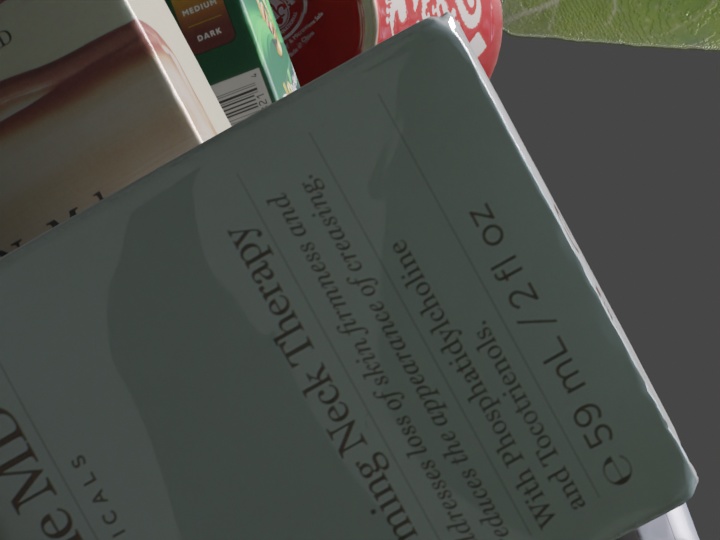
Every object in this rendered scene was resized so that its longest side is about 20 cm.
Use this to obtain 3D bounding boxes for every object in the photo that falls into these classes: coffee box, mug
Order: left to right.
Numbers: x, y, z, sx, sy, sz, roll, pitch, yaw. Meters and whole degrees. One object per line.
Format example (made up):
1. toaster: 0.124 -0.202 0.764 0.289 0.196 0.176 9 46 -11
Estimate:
1. coffee box: -0.068 -0.122 1.303 0.123 0.044 0.201 -16 86 -84
2. mug: -0.007 -0.152 1.492 0.133 0.179 0.200 19 11 15

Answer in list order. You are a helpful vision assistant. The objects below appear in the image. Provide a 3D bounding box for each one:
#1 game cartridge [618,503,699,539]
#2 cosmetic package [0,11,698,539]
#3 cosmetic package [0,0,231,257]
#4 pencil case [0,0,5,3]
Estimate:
1. game cartridge: 0.114 0.143 1.321 0.201 0.040 0.134 102 -21 -52
2. cosmetic package: -0.018 0.037 0.911 0.168 0.199 0.166 61 4 -2
3. cosmetic package: -0.085 -0.008 1.054 0.201 0.103 0.087 60 7 4
4. pencil case: -0.150 -0.169 1.350 0.200 0.086 0.083 57 26 -66
